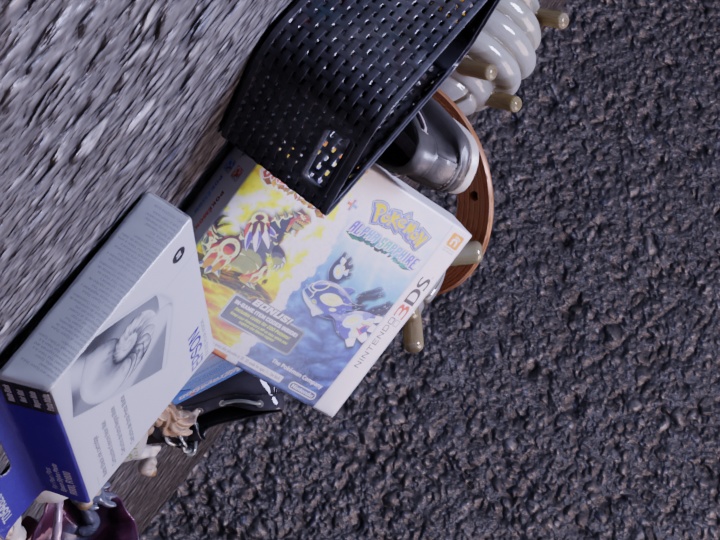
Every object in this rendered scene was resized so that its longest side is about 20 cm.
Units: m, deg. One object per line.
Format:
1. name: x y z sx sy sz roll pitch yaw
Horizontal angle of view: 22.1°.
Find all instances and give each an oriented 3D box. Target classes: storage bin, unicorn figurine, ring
1. storage bin: 0.009 -0.151 1.240 0.200 0.094 0.135 -51 177 -33
2. unicorn figurine: -0.227 0.159 1.463 0.200 0.074 0.137 -47 165 -3
3. ring: 0.037 -0.075 1.571 0.019 0.200 0.200 -21 155 -44

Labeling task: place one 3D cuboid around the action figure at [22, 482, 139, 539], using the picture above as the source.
1. action figure: -0.287 0.273 1.646 0.200 0.134 0.149 -26 151 27

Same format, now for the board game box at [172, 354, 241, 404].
1. board game box: -0.164 0.094 1.542 0.200 0.019 0.103 -27 163 -28

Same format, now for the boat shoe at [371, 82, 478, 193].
1. boat shoe: 0.015 -0.120 1.368 0.057 0.200 0.067 12 111 -38

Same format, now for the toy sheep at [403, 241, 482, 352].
1. toy sheep: 0.000 0.000 1.511 0.138 0.200 0.138 -3 90 -90

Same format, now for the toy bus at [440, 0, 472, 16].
1. toy bus: 0.094 -0.270 1.409 0.078 0.065 0.200 -49 176 -28

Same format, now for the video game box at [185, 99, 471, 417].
1. video game box: -0.042 -0.005 1.367 0.182 0.200 0.047 -54 -143 6

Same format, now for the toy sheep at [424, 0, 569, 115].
1. toy sheep: 0.095 -0.200 1.610 0.200 0.138 0.138 -57 179 -16

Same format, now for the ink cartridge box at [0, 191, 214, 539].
1. ink cartridge box: -0.173 0.074 1.193 0.200 0.041 0.200 -51 163 -21

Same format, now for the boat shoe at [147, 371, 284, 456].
1. boat shoe: -0.161 0.136 1.674 0.200 0.063 0.073 -25 170 9
